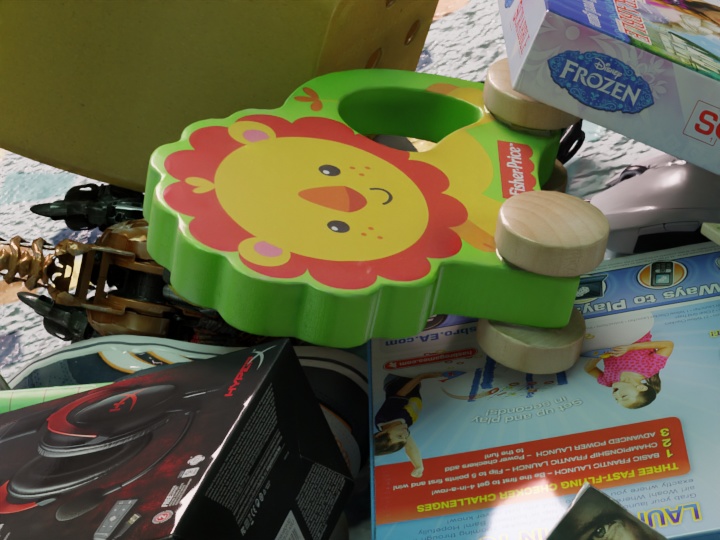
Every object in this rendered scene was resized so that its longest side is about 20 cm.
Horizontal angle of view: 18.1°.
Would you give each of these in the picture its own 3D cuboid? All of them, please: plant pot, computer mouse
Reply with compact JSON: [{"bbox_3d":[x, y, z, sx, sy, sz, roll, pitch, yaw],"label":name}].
[{"bbox_3d":[-0.065,-0.145,1.133,0.176,0.200,0.200,30,39,15],"label":"plant pot"},{"bbox_3d":[0.150,-0.042,1.124,0.200,0.044,0.110,8,41,39],"label":"computer mouse"}]

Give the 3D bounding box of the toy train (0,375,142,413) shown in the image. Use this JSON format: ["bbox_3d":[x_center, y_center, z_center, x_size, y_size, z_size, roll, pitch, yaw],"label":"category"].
[{"bbox_3d":[-0.174,0.076,0.998,0.199,0.042,0.057,-4,48,7],"label":"toy train"}]

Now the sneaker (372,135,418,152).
[{"bbox_3d":[-0.056,-0.058,1.242,0.115,0.074,0.200,-28,33,-17],"label":"sneaker"}]

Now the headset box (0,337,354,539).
[{"bbox_3d":[-0.120,0.112,0.880,0.199,0.075,0.149,-15,21,24],"label":"headset box"}]

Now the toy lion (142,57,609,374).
[{"bbox_3d":[0.004,-0.032,0.974,0.191,0.069,0.200,9,32,-4],"label":"toy lion"}]

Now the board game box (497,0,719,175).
[{"bbox_3d":[0.163,-0.091,1.046,0.199,0.041,0.200,22,20,-8],"label":"board game box"}]

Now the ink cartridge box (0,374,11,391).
[{"bbox_3d":[-0.237,0.139,1.019,0.199,0.048,0.146,-22,58,-1],"label":"ink cartridge box"}]

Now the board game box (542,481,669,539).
[{"bbox_3d":[0.078,0.181,0.775,0.135,0.028,0.200,35,54,11],"label":"board game box"}]

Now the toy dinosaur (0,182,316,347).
[{"bbox_3d":[-0.107,0.000,1.111,0.102,0.200,0.136,-59,25,-7],"label":"toy dinosaur"}]

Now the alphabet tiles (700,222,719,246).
[{"bbox_3d":[0.243,0.013,0.936,0.166,0.006,0.200,4,21,-27],"label":"alphabet tiles"}]

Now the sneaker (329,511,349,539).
[{"bbox_3d":[-0.019,0.169,0.887,0.093,0.071,0.200,2,38,20],"label":"sneaker"}]

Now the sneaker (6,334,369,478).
[{"bbox_3d":[-0.091,0.078,1.051,0.199,0.079,0.079,-5,29,21],"label":"sneaker"}]

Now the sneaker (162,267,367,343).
[{"bbox_3d":[0.000,0.000,1.056,0.200,0.078,0.090,-5,50,-40],"label":"sneaker"}]

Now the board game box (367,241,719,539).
[{"bbox_3d":[0.105,0.072,0.947,0.199,0.056,0.196,-10,33,6],"label":"board game box"}]
